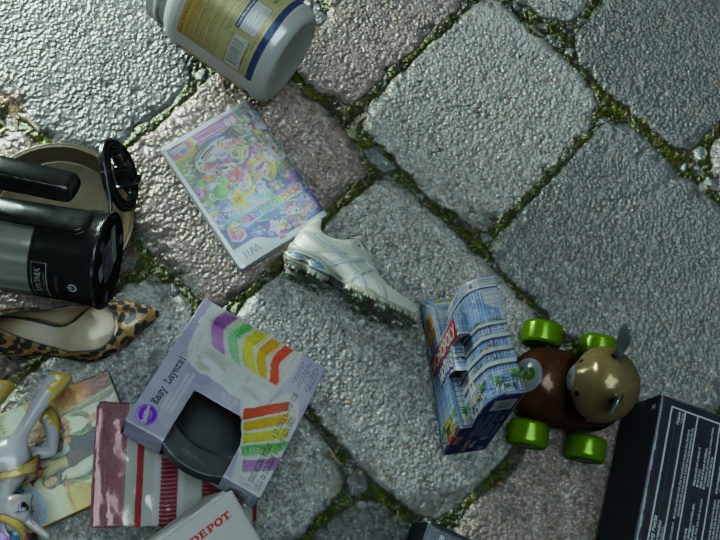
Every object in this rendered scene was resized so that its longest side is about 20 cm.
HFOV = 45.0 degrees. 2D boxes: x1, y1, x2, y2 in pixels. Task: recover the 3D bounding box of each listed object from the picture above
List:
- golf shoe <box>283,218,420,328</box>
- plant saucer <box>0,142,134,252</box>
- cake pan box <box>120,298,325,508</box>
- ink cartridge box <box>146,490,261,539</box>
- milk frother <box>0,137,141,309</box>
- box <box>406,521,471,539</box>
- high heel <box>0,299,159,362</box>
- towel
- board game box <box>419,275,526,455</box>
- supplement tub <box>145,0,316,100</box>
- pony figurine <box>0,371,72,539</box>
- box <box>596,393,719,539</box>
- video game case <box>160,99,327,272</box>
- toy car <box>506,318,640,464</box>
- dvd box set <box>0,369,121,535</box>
[{"bbox_3d":[0.000,0.000,1.140,0.199,0.078,0.098,29,68,-1],"label":"golf shoe"},{"bbox_3d":[-0.392,-0.067,1.123,0.197,0.029,0.203,2,74,-7],"label":"plant saucer"},{"bbox_3d":[-0.163,0.160,1.052,0.183,0.052,0.201,30,55,0],"label":"cake pan box"},{"bbox_3d":[-0.164,0.371,0.970,0.144,0.084,0.201,-32,91,-33],"label":"ink cartridge box"},{"bbox_3d":[-0.380,-0.070,1.055,0.186,0.200,0.182,10,113,-1],"label":"milk frother"},{"bbox_3d":[0.131,0.408,1.026,0.198,0.107,0.150,26,72,0],"label":"box"},{"bbox_3d":[-0.341,0.065,1.033,0.198,0.143,0.072,-13,76,-12],"label":"high heel"},{"bbox_3d":[-0.221,0.234,1.047,0.198,0.023,0.146,6,72,-22],"label":"towel"},{"bbox_3d":[0.130,0.100,1.090,0.061,0.201,0.202,-6,61,-11],"label":"board game box"},{"bbox_3d":[-0.174,-0.340,1.173,0.199,0.145,0.145,35,72,2],"label":"supplement tub"},{"bbox_3d":[-0.424,0.205,0.957,0.191,0.167,0.202,11,56,-14],"label":"pony figurine"},{"bbox_3d":[0.424,0.288,1.095,0.196,0.123,0.202,20,70,-4],"label":"box"},{"bbox_3d":[-0.158,-0.117,1.178,0.142,0.018,0.201,-33,82,-16],"label":"video game case"},{"bbox_3d":[0.279,0.138,1.076,0.156,0.200,0.166,14,72,-4],"label":"toy car"},{"bbox_3d":[-0.371,0.226,1.042,0.198,0.029,0.148,-22,79,-14],"label":"dvd box set"}]
